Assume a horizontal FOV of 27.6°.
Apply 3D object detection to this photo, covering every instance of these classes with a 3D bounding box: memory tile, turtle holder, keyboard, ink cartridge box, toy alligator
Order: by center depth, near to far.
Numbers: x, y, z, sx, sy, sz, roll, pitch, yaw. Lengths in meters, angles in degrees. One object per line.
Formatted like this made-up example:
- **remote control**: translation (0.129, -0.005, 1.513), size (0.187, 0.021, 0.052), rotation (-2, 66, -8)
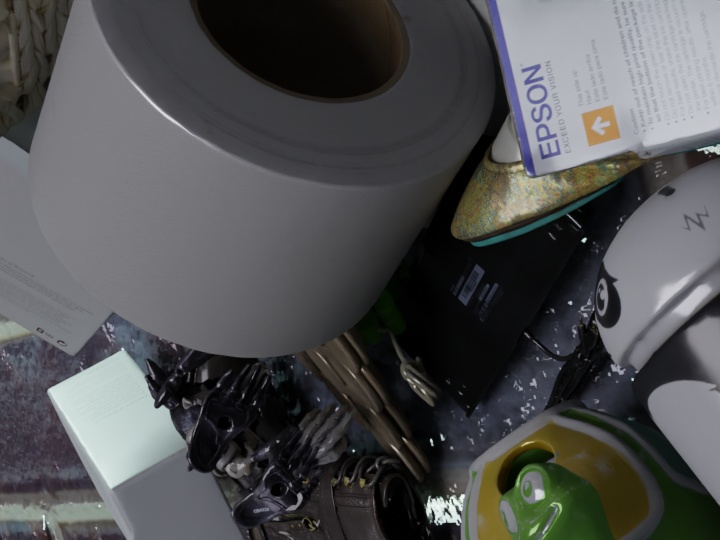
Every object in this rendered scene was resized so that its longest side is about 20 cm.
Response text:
- **ink cartridge box**: translation (0.138, -0.152, 0.561), size (0.200, 0.041, 0.200), rotation (-14, 87, 29)
- **turtle holder**: translation (0.104, 0.136, 0.693), size (0.141, 0.185, 0.132), rotation (-43, 70, 33)
- **keyboard**: translation (0.082, 0.021, 0.783), size (0.127, 0.021, 0.200), rotation (45, 148, 15)
- **toy alligator**: translation (0.000, 0.000, 0.823), size (0.200, 0.054, 0.059), rotation (43, 169, 39)
- **memory tile**: translation (-0.024, 0.040, 0.874), size (0.153, 0.017, 0.200), rotation (44, 169, 33)

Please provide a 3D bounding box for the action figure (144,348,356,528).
- **action figure**: translation (-0.063, 0.083, 0.864), size (0.119, 0.102, 0.200), rotation (48, 175, -11)

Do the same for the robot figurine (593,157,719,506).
- **robot figurine**: translation (0.182, 0.046, 0.596), size (0.200, 0.125, 0.150), rotation (54, 142, 18)

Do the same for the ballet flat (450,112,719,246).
- **ballet flat**: translation (0.114, -0.072, 0.641), size (0.200, 0.071, 0.071), rotation (-21, 88, 32)

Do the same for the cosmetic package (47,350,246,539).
- **cosmetic package**: translation (-0.158, 0.144, 1.068), size (0.200, 0.071, 0.102), rotation (35, 150, 61)

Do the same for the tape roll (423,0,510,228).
- **tape roll**: translation (0.026, -0.123, 0.800), size (0.203, 0.037, 0.203), rotation (28, 127, 44)

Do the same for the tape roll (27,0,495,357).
- **tape roll**: translation (-0.052, -0.077, 0.722), size (0.203, 0.202, 0.139), rotation (55, 142, 21)

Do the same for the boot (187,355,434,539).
- **boot**: translation (-0.025, 0.128, 0.953), size (0.174, 0.069, 0.200), rotation (-9, 109, 57)

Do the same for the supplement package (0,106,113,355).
- **supplement package**: translation (-0.209, -0.080, 0.967), size (0.191, 0.147, 0.200), rotation (32, 144, -14)

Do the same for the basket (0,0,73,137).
- **basket**: translation (-0.231, -0.182, 0.794), size (0.200, 0.123, 0.136), rotation (47, 153, 17)
